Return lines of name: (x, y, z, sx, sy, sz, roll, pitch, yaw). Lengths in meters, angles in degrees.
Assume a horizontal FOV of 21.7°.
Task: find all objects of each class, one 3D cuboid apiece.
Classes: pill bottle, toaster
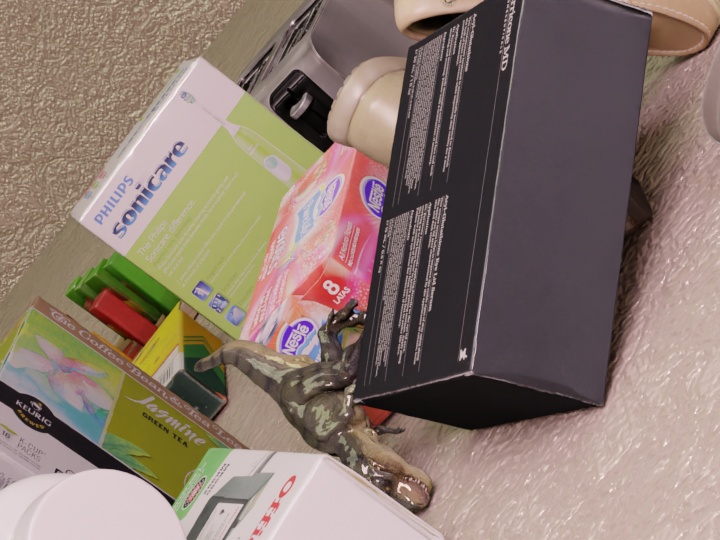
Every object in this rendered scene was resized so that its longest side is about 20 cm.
pill bottle: (-0.164, 0.167, 0.945, 0.200, 0.111, 0.111, -37, 21, 52)
toaster: (-0.031, -0.152, 1.634, 0.181, 0.118, 0.200, -41, 18, 37)

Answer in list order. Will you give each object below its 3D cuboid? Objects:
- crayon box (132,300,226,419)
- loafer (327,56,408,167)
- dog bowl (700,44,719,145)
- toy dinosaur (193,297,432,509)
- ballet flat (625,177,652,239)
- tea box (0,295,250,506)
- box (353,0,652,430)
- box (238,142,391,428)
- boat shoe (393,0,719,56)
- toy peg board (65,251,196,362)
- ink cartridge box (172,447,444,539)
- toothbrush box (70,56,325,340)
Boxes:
crayon box: (-0.171, 0.111, 1.583, 0.127, 0.051, 0.200, -50, 15, 9)
loafer: (0.062, -0.086, 1.106, 0.199, 0.068, 0.076, -14, -41, -49)
dog bowl: (0.235, -0.116, 0.799, 0.200, 0.059, 0.200, -49, 15, 17)
toy dinosaur: (-0.017, 0.058, 1.045, 0.088, 0.048, 0.200, -48, 42, -10)
ballet flat: (0.120, -0.066, 1.046, 0.046, 0.067, 0.200, -39, 24, 16)
tea box: (-0.182, 0.156, 1.194, 0.134, 0.200, 0.197, -48, 15, 19)
box: (0.070, -0.029, 0.947, 0.141, 0.078, 0.201, 155, 126, -67)
box: (0.000, 0.000, 1.191, 0.095, 0.102, 0.200, -46, 14, 26)
boat shoe: (0.110, -0.140, 1.042, 0.072, 0.199, 0.065, 134, 140, -57)
toy peg board: (-0.264, 0.081, 1.867, 0.200, 0.098, 0.200, -59, 15, -24)
ink cartridge box: (-0.057, 0.173, 0.983, 0.146, 0.084, 0.200, -58, 15, -16)
toothbrush box: (-0.087, -0.037, 1.360, 0.146, 0.200, 0.086, -54, 14, -4)
